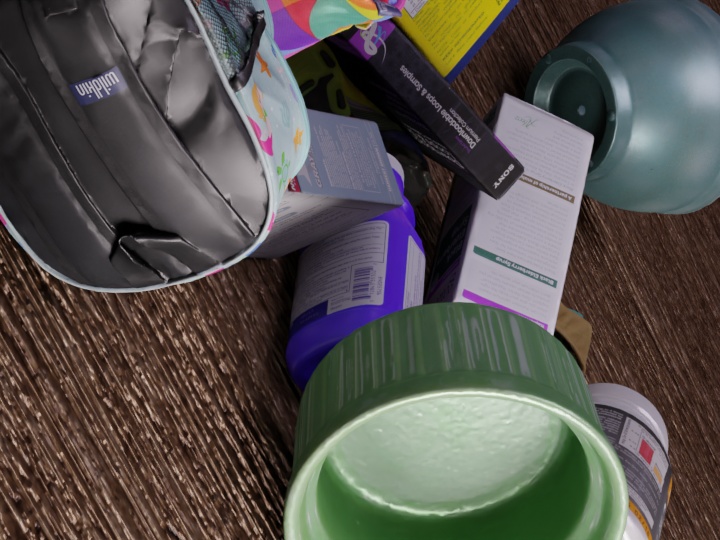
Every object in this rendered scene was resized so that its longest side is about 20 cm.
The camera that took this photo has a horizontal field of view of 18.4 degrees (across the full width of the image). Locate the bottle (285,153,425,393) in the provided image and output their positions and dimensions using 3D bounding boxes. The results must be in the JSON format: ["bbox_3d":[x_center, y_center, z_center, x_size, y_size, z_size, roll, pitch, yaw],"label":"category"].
[{"bbox_3d":[0.000,0.000,1.437,0.065,0.083,0.200,53,25,-33],"label":"bottle"}]

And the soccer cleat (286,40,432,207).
[{"bbox_3d":[-0.027,-0.111,1.535,0.200,0.065,0.084,44,2,-36],"label":"soccer cleat"}]

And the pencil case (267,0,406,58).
[{"bbox_3d":[-0.062,-0.152,1.287,0.088,0.199,0.089,37,44,-47],"label":"pencil case"}]

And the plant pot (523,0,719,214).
[{"bbox_3d":[0.231,-0.145,1.987,0.134,0.200,0.201,-7,73,-39],"label":"plant pot"}]

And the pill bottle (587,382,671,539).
[{"bbox_3d":[0.165,0.165,1.611,0.117,0.116,0.200,62,23,-13],"label":"pill bottle"}]

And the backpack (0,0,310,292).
[{"bbox_3d":[-0.122,-0.094,1.132,0.200,0.177,0.151,62,28,-23],"label":"backpack"}]

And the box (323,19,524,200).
[{"bbox_3d":[0.015,-0.138,1.541,0.200,0.036,0.143,42,-3,-39],"label":"box"}]

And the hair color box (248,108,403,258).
[{"bbox_3d":[-0.063,-0.052,1.321,0.200,0.099,0.061,1,68,-66],"label":"hair color box"}]

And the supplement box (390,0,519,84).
[{"bbox_3d":[0.025,-0.229,1.475,0.109,0.109,0.200,39,-3,28],"label":"supplement box"}]

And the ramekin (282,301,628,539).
[{"bbox_3d":[0.052,0.115,1.311,0.200,0.200,0.098,52,19,-32],"label":"ramekin"}]

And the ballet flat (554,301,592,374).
[{"bbox_3d":[0.130,0.047,1.714,0.200,0.068,0.063,26,61,-56],"label":"ballet flat"}]

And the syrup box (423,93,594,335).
[{"bbox_3d":[0.103,-0.020,1.600,0.081,0.079,0.200,24,53,-9],"label":"syrup box"}]
